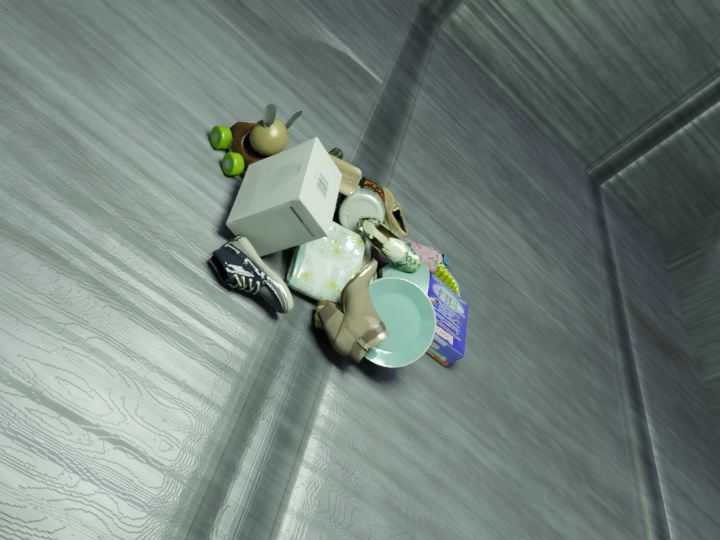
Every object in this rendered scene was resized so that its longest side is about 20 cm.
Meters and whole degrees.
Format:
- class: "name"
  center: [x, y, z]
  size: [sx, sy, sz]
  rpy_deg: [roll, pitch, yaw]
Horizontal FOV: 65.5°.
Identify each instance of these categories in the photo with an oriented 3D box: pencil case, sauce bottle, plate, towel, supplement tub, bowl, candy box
- class: "pencil case"
  center: [0.125, -0.043, 1.462]
  size: [0.199, 0.087, 0.088]
  rpy_deg: [16, 49, -41]
- class: "sauce bottle"
  center: [-0.105, -0.287, 1.550]
  size: [0.066, 0.066, 0.200]
  rpy_deg: [46, 36, -5]
- class: "plate"
  center: [0.071, 0.117, 1.265]
  size: [0.201, 0.199, 0.026]
  rpy_deg: [54, -6, 5]
- class: "towel"
  center: [-0.077, -0.022, 1.320]
  size: [0.170, 0.048, 0.202]
  rpy_deg: [26, 63, -23]
- class: "supplement tub"
  center: [0.006, -0.176, 1.494]
  size: [0.122, 0.123, 0.200]
  rpy_deg: [39, 20, -14]
- class: "bowl"
  center: [0.085, 0.062, 1.372]
  size: [0.104, 0.202, 0.202]
  rpy_deg: [17, 45, -9]
- class: "candy box"
  center: [0.204, 0.128, 1.509]
  size: [0.169, 0.077, 0.201]
  rpy_deg: [39, 38, -17]

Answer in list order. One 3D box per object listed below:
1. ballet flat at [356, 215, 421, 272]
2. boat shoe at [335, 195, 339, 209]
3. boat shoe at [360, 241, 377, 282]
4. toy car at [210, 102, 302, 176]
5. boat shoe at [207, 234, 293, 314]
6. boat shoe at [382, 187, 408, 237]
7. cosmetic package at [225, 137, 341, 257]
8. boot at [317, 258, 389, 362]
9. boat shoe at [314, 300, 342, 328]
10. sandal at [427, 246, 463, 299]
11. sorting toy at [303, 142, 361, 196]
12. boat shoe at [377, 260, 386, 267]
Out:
- class: "ballet flat"
  center: [0.060, -0.066, 1.333]
  size: [0.074, 0.075, 0.200]
  rpy_deg: [-7, 38, -47]
- class: "boat shoe"
  center: [-0.082, -0.177, 1.415]
  size: [0.200, 0.059, 0.073]
  rpy_deg: [-43, 117, -84]
- class: "boat shoe"
  center: [0.000, 0.000, 1.419]
  size: [0.068, 0.075, 0.201]
  rpy_deg: [19, 42, -18]
- class: "toy car"
  center: [-0.232, -0.329, 1.343]
  size: [0.163, 0.200, 0.159]
  rpy_deg: [-8, 65, -48]
- class: "boat shoe"
  center: [-0.233, 0.024, 1.168]
  size: [0.200, 0.075, 0.092]
  rpy_deg: [48, 44, 9]
- class: "boat shoe"
  center: [0.099, -0.171, 1.657]
  size: [0.071, 0.064, 0.202]
  rpy_deg: [11, 52, -39]
- class: "cosmetic package"
  center: [-0.164, -0.159, 1.242]
  size: [0.123, 0.198, 0.201]
  rpy_deg: [53, 34, -40]
- class: "boot"
  center: [0.008, 0.094, 1.224]
  size: [0.146, 0.200, 0.070]
  rpy_deg: [45, -3, 4]
- class: "boat shoe"
  center: [-0.021, 0.137, 1.293]
  size: [0.198, 0.072, 0.077]
  rpy_deg: [21, 61, -23]
- class: "sandal"
  center: [0.250, 0.018, 1.649]
  size: [0.087, 0.079, 0.202]
  rpy_deg: [-2, 63, -50]
- class: "sorting toy"
  center: [-0.090, -0.253, 1.415]
  size: [0.183, 0.037, 0.200]
  rpy_deg: [25, 24, -5]
- class: "boat shoe"
  center: [0.087, -0.046, 1.546]
  size: [0.201, 0.071, 0.091]
  rpy_deg: [51, 36, -11]
